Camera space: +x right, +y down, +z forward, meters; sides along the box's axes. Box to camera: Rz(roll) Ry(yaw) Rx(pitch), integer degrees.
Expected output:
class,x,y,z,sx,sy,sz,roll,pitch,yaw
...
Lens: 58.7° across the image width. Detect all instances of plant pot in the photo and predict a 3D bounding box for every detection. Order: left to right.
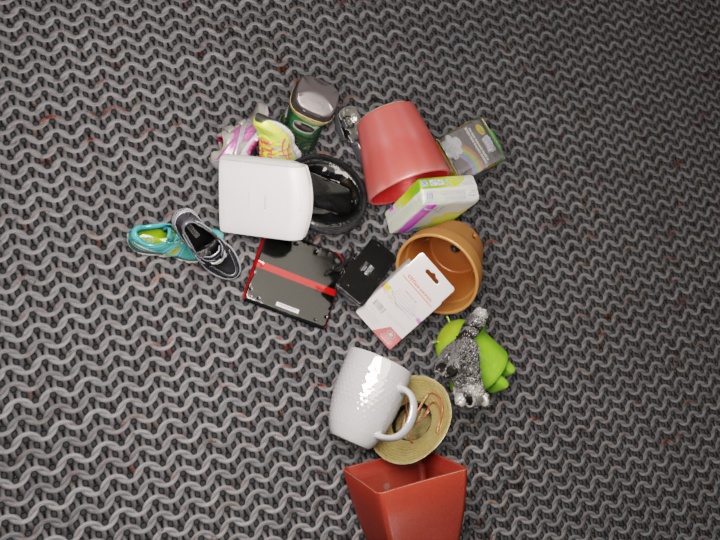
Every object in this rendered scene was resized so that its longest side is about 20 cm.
class,x,y,z,sx,sy,sz,roll,pitch,yaw
plant pot,0.083,-0.267,1.444,0.197,0.200,0.180,-16,83,-23
plant pot,0.097,0.488,1.294,0.196,0.199,0.180,-8,89,-22
plant pot,0.196,-0.022,1.464,0.201,0.200,0.140,48,41,-3

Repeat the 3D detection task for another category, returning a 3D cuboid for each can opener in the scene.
class,x,y,z,sx,sy,sz,roll,pitch,yaw
can opener,-0.002,-0.295,1.534,0.053,0.067,0.203,-29,100,-29

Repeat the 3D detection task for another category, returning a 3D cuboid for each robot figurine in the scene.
class,x,y,z,sx,sy,sz,roll,pitch,yaw
robot figurine,0.256,0.193,1.464,0.199,0.116,0.177,38,61,-7

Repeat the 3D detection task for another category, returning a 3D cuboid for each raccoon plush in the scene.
class,x,y,z,sx,sy,sz,roll,pitch,yaw
raccoon plush,0.252,0.198,1.364,0.134,0.097,0.201,40,87,-12

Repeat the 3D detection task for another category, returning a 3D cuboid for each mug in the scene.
class,x,y,z,sx,sy,sz,roll,pitch,yaw
mug,0.029,0.276,1.318,0.147,0.197,0.178,41,67,-49

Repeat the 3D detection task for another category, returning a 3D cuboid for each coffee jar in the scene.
class,x,y,z,sx,sy,sz,roll,pitch,yaw
coffee jar,-0.119,-0.343,1.413,0.103,0.200,0.087,20,70,-15

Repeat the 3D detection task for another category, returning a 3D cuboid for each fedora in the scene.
class,x,y,z,sx,sy,sz,roll,pitch,yaw
fedora,-0.087,-0.159,1.437,0.197,0.092,0.205,5,73,-16

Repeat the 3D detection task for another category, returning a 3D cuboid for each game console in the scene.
class,x,y,z,sx,sy,sz,roll,pitch,yaw
game console,-0.142,0.015,1.409,0.197,0.031,0.180,21,73,-14

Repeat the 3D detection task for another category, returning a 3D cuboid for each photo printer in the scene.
class,x,y,z,sx,sy,sz,roll,pitch,yaw
photo printer,-0.195,-0.150,1.331,0.196,0.070,0.170,8,109,11

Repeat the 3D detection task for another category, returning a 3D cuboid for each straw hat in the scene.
class,x,y,z,sx,sy,sz,roll,pitch,yaw
straw hat,0.119,0.331,1.383,0.085,0.198,0.204,43,59,-50

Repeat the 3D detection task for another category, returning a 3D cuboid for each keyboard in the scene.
class,x,y,z,sx,sy,sz,roll,pitch,yaw
keyboard,0.000,0.000,1.443,0.104,0.040,0.200,40,43,-1

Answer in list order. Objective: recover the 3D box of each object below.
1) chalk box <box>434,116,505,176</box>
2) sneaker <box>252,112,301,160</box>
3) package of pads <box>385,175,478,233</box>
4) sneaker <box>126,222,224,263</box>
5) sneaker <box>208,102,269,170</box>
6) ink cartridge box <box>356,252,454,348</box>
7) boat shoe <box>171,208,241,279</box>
class,x,y,z,sx,sy,sz,roll,pitch,yaw
chalk box,0.263,-0.285,1.589,0.198,0.124,0.126,-29,86,-26
sneaker,-0.188,-0.262,1.382,0.077,0.200,0.091,28,79,22
package of pads,0.164,-0.149,1.472,0.152,0.200,0.070,-8,77,-22
sneaker,-0.375,-0.061,1.308,0.196,0.080,0.079,-1,76,-22
sneaker,-0.267,-0.295,1.410,0.087,0.081,0.203,29,67,-13
ink cartridge box,0.100,0.060,1.409,0.200,0.068,0.117,-42,94,14
boat shoe,-0.299,-0.041,1.287,0.071,0.068,0.201,-40,133,-9
